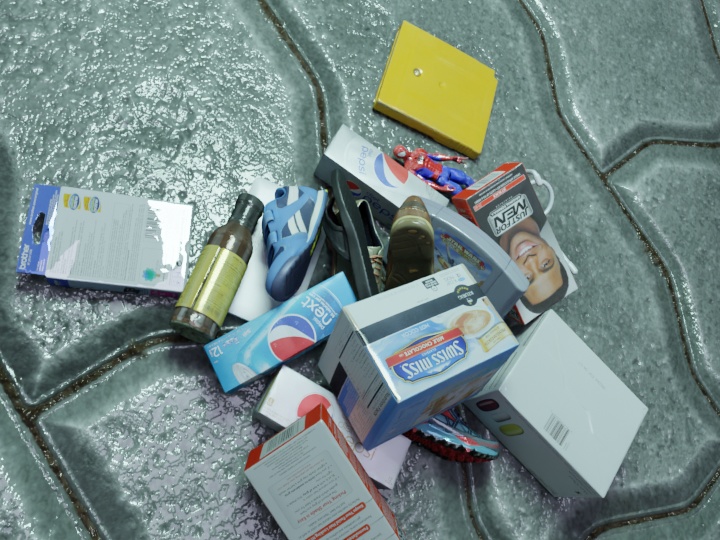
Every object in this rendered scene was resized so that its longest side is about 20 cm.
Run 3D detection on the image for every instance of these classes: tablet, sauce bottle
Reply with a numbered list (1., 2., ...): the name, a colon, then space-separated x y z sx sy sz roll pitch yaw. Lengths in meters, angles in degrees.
1. tablet: -0.124 -0.022 0.848 0.128 0.014 0.204 23 67 -11
2. sauce bottle: -0.177 -0.008 0.782 0.064 0.065 0.204 26 64 -9

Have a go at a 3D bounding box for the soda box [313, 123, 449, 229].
1. soda box: 0.031 -0.125 0.906 0.198 0.068 0.064 35 65 -5

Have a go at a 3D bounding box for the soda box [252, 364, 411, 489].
1. soda box: -0.038 0.204 0.778 0.197 0.064 0.069 32 65 -7

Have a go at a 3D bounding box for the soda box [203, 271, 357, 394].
1. soda box: -0.096 0.081 0.773 0.197 0.068 0.065 -29 82 -12

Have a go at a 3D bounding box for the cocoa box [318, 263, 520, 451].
1. cocoa box: 0.070 0.105 0.754 0.196 0.135 0.133 -17 59 -31

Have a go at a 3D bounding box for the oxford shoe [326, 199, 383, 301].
1. oxford shoe: 0.000 0.000 0.845 0.069 0.073 0.205 -4 75 -38

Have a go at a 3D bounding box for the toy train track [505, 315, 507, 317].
1. toy train track: 0.176 0.090 0.907 0.198 0.033 0.115 -31 68 -31

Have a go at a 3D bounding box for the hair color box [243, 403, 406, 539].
1. hair color box: -0.037 0.276 0.714 0.109 0.064 0.203 -31 96 1

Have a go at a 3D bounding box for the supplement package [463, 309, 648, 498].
1. supplement package: 0.276 0.193 0.865 0.200 0.111 0.156 44 64 0

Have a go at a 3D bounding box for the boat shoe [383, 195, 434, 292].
1. boat shoe: 0.070 -0.014 0.822 0.070 0.203 0.069 5 50 5

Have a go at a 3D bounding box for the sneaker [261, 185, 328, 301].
1. sneaker: -0.099 -0.041 0.799 0.080 0.075 0.202 17 42 -3

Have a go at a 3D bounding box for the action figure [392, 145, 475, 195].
1. action figure: 0.139 -0.149 0.965 0.196 0.052 0.067 24 71 -8

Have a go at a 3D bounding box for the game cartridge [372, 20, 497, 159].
1. game cartridge: 0.132 -0.305 1.023 0.196 0.032 0.180 24 66 -13

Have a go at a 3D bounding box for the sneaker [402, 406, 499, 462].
1. sneaker: 0.110 0.194 0.825 0.196 0.079 0.097 26 64 -10

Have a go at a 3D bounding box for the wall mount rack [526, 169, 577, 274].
1. wall mount rack: 0.241 -0.048 0.934 0.197 0.075 0.177 -29 107 -7

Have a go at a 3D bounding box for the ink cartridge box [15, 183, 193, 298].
1. ink cartridge box: -0.317 -0.036 0.770 0.195 0.042 0.123 8 71 -20

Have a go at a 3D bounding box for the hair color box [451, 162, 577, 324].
1. hair color box: 0.221 -0.039 0.865 0.100 0.061 0.203 -31 104 -6

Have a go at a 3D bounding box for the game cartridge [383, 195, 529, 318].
1. game cartridge: 0.131 -0.007 0.851 0.199 0.134 0.042 38 48 9

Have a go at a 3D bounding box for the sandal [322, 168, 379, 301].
1. sandal: -0.020 -0.038 0.789 0.047 0.075 0.206 -17 74 11
